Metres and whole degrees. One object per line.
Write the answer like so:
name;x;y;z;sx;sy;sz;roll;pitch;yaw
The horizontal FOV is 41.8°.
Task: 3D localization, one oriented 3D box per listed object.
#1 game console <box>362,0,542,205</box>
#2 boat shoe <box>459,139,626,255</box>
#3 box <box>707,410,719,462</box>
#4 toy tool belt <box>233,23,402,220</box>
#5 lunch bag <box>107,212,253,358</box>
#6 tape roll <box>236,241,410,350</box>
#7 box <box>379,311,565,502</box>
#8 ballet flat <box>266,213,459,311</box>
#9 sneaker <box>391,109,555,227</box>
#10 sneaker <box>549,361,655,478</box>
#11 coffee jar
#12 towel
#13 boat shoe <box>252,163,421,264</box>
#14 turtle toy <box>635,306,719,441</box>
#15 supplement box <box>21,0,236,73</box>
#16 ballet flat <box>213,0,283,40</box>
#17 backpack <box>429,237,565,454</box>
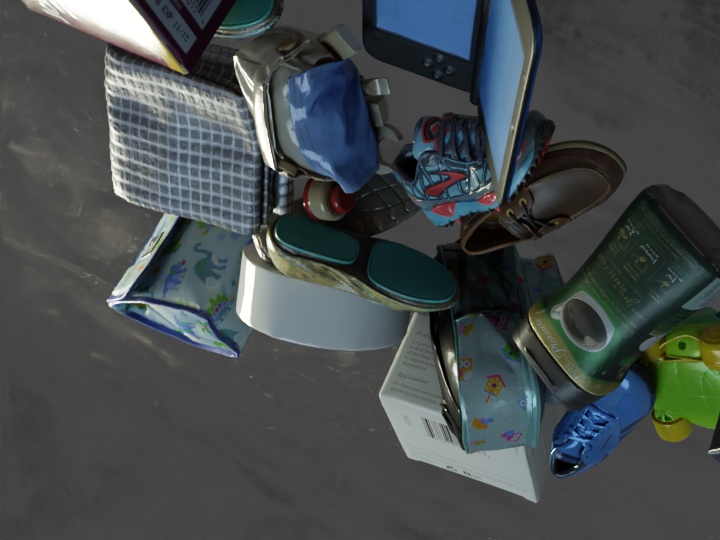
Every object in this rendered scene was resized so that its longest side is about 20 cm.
game console;0.059;-0.170;0.697;0.169;0.119;0.201;22;153;12
boat shoe;0.160;-0.057;0.858;0.072;0.068;0.199;37;153;-18
box;0.411;0.104;0.752;0.199;0.198;0.117;32;155;-9
toy tool belt;-0.023;-0.125;0.846;0.122;0.125;0.202;7;134;38
lunch bag;-0.213;-0.004;1.209;0.198;0.171;0.128;11;150;35
tape roll;-0.039;0.022;1.067;0.199;0.072;0.203;8;-165;-2
box;0.151;0.177;1.220;0.197;0.132;0.201;15;152;25
ballet flat;0.000;0.000;0.939;0.198;0.071;0.071;19;154;-1
sneaker;0.089;-0.100;0.842;0.095;0.080;0.200;38;153;-15
sneaker;0.234;0.155;0.940;0.066;0.078;0.201;38;153;17
coffee jar;0.225;0.029;0.819;0.105;0.085;0.200;54;126;22
towel;-0.163;-0.135;0.938;0.198;0.085;0.168;17;121;23
boat shoe;-0.018;-0.062;0.995;0.198;0.076;0.073;-16;178;20
turtle toy;0.318;0.088;0.924;0.198;0.101;0.147;5;132;44
supplement box;-0.213;-0.263;0.765;0.198;0.104;0.131;26;168;26
ballet flat;-0.143;-0.242;0.846;0.198;0.075;0.075;18;153;24
backpack;0.147;0.086;0.981;0.151;0.202;0.177;0;149;7
